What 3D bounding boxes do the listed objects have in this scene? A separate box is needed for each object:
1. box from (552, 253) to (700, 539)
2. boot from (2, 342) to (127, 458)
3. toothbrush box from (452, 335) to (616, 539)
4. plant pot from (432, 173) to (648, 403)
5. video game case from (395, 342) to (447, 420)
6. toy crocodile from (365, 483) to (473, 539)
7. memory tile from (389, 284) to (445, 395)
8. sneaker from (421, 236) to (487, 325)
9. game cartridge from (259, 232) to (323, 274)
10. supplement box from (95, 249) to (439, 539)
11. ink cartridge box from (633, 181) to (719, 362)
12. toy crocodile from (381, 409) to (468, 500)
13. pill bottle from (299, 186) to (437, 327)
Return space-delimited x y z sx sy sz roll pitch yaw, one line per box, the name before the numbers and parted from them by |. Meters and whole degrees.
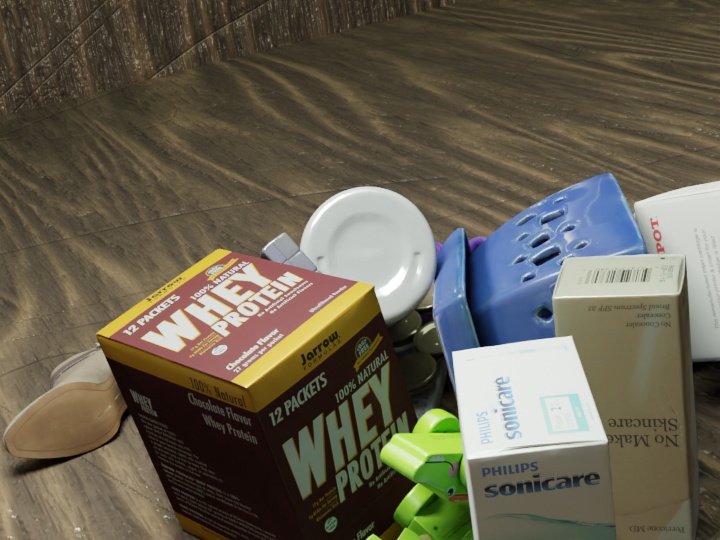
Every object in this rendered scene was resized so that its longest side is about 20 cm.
box | 0.199 0.095 0.945 0.094 0.202 0.078 -3 21 18
boot | -0.285 0.125 1.298 0.199 0.071 0.146 -20 17 -29
toothbrush box | 0.112 0.164 0.807 0.085 0.202 0.147 -8 20 4
plant pot | 0.164 0.054 1.090 0.178 0.201 0.200 -14 19 9
video game case | -0.012 0.123 1.226 0.181 0.022 0.200 -5 21 12
toy crocodile | 0.037 0.212 0.923 0.067 0.062 0.200 37 36 14
memory tile | 0.052 0.043 1.272 0.152 0.017 0.200 14 47 37
sneaker | 0.074 0.018 1.368 0.080 0.084 0.199 1 22 44
game cartridge | -0.046 0.055 1.093 0.038 0.130 0.200 -35 -9 -19
supplement box | -0.070 0.113 0.994 0.196 0.201 0.133 13 40 46
ink cartridge box | 0.339 -0.006 1.058 0.084 0.147 0.199 -18 7 -37
toy crocodile | 0.092 0.143 0.950 0.067 0.062 0.199 24 12 39
pill bottle | 0.000 0.000 1.169 0.119 0.121 0.200 -12 -7 -6
